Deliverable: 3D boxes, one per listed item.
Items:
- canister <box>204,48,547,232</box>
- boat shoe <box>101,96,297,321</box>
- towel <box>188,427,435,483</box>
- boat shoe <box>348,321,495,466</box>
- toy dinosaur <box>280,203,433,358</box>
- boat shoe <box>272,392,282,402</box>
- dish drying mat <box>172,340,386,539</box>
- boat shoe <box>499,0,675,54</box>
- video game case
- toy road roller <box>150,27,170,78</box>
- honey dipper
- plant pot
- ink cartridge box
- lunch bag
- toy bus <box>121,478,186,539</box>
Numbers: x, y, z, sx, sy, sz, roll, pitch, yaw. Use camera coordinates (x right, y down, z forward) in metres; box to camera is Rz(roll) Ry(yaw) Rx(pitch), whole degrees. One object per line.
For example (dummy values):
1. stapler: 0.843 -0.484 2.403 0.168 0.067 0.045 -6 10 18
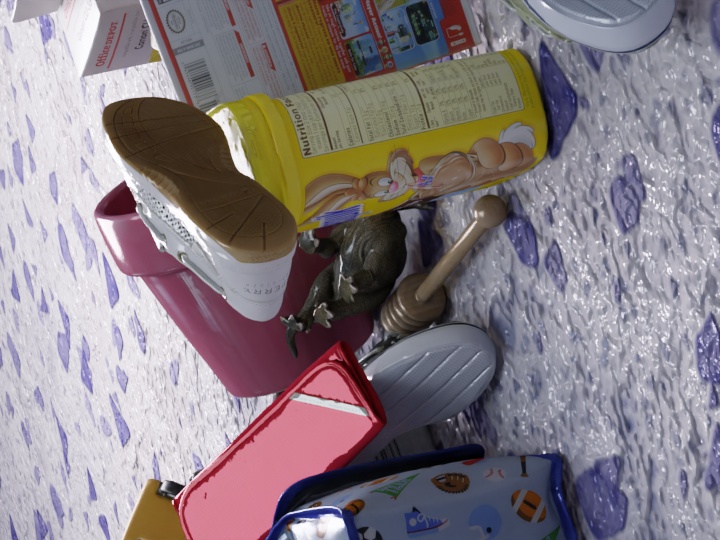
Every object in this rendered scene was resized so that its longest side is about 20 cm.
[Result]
1. canister: 0.002 -0.076 1.392 0.149 0.200 0.087 154 101 -70
2. boat shoe: -0.101 -0.037 1.298 0.200 0.071 0.069 50 145 47
3. towel: -0.011 0.213 1.628 0.035 0.192 0.200 112 141 -67
4. boat shoe: 0.023 0.077 1.581 0.200 0.072 0.071 -35 32 40
5. toy dinosaur: 0.000 0.000 1.584 0.077 0.102 0.200 39 135 28
6. boat shoe: -0.039 0.131 1.789 0.073 0.074 0.200 76 -167 -46
7. dish drying mat: -0.061 0.139 1.569 0.200 0.018 0.077 -44 63 28
8. boat shoe: 0.123 -0.161 1.236 0.062 0.072 0.200 59 175 -33
9. video game case: -0.038 -0.180 1.411 0.017 0.200 0.143 -96 -13 -71
10. toy road roller: -0.077 -0.208 1.519 0.146 0.200 0.123 23 118 48
11. honey dipper: 0.058 -0.004 1.529 0.200 0.038 0.038 123 130 -61
12. plant pot: -0.082 -0.008 1.702 0.179 0.200 0.200 66 163 -16
13. ink cartridge box: -0.172 -0.218 1.760 0.117 0.200 0.068 122 131 -63
14. lunch bag: 0.037 0.190 1.516 0.200 0.170 0.124 161 98 -70
15. toy bus: -0.085 0.221 1.709 0.200 0.065 0.078 12 164 29
